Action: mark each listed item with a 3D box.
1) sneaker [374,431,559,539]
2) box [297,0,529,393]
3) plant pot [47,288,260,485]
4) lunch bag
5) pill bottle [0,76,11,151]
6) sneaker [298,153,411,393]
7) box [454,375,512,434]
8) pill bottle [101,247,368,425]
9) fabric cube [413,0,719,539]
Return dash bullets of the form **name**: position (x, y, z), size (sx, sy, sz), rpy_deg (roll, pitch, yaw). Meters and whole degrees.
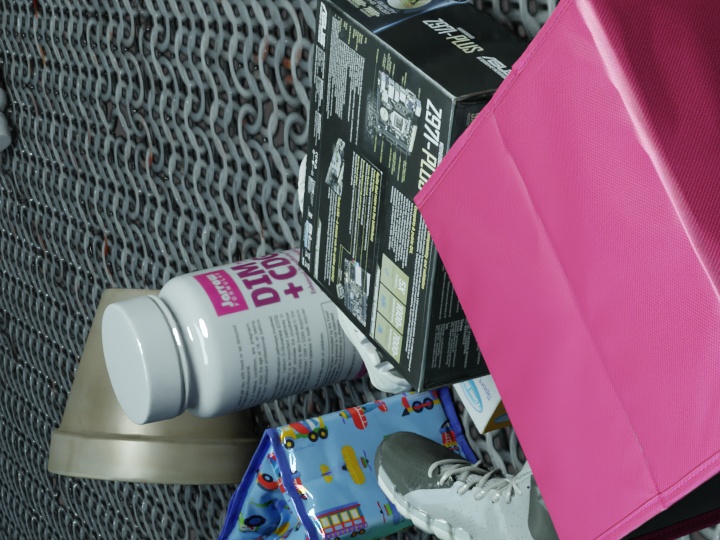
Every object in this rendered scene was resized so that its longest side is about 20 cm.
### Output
- **sneaker**: position (0.097, 0.139, 1.105), size (0.200, 0.075, 0.116), rpy_deg (36, 131, 30)
- **box**: position (0.040, -0.057, 1.028), size (0.164, 0.086, 0.201), rpy_deg (45, 138, 47)
- **plant pot**: position (-0.188, 0.106, 1.561), size (0.200, 0.199, 0.174), rpy_deg (-5, 82, 64)
- **lunch bag**: position (-0.016, 0.178, 1.264), size (0.094, 0.150, 0.200), rpy_deg (67, 152, 19)
- **pill bottle**: position (-0.510, -0.242, 2.087), size (0.114, 0.114, 0.201), rpy_deg (-39, 67, 62)
- **sneaker**: position (0.000, 0.000, 1.245), size (0.081, 0.075, 0.201), rpy_deg (117, 136, -69)
- **box**: position (0.090, 0.018, 1.103), size (0.119, 0.041, 0.200), rpy_deg (61, 148, 28)
- **pill bottle**: position (-0.091, 0.050, 1.296), size (0.113, 0.199, 0.114), rpy_deg (38, 135, 51)
- **fabric cube**: position (0.173, -0.009, 0.748), size (0.200, 0.196, 0.200), rpy_deg (69, 154, 19)
